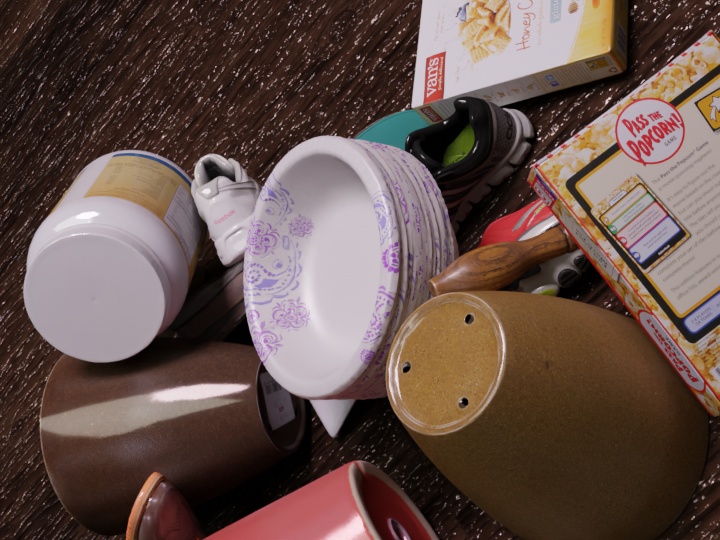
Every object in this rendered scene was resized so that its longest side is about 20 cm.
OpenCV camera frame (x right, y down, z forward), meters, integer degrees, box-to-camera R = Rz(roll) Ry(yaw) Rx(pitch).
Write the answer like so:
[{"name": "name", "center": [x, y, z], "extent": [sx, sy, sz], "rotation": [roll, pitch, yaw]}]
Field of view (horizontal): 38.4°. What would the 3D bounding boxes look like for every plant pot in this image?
[{"name": "plant pot", "center": [-0.158, 0.138, 0.962], "extent": [0.199, 0.187, 0.188], "rotation": [-14, 61, 23]}, {"name": "plant pot", "center": [-0.030, 0.252, 0.783], "extent": [0.177, 0.200, 0.201], "rotation": [-39, 49, 10]}, {"name": "plant pot", "center": [0.112, 0.090, 0.714], "extent": [0.185, 0.199, 0.188], "rotation": [-20, 57, 34]}]

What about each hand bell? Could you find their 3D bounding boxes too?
[{"name": "hand bell", "center": [0.141, -0.019, 0.737], "extent": [0.199, 0.105, 0.104], "rotation": [-22, 48, -11]}]

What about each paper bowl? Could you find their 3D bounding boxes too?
[{"name": "paper bowl", "center": [0.000, 0.000, 0.814], "extent": [0.200, 0.104, 0.203], "rotation": [-8, 80, 53]}]

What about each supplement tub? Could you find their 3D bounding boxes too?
[{"name": "supplement tub", "center": [-0.225, -0.017, 0.966], "extent": [0.145, 0.145, 0.200], "rotation": [-43, 18, 18]}]

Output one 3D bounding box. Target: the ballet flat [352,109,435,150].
[{"name": "ballet flat", "center": [-0.003, -0.076, 0.974], "extent": [0.068, 0.067, 0.200], "rotation": [42, 67, 15]}]

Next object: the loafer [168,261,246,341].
[{"name": "loafer", "center": [-0.105, 0.014, 1.044], "extent": [0.199, 0.063, 0.072], "rotation": [-35, 10, 12]}]

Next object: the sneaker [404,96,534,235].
[{"name": "sneaker", "center": [0.060, -0.077, 0.915], "extent": [0.200, 0.087, 0.074], "rotation": [-47, 47, 15]}]

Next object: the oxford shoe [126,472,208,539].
[{"name": "oxford shoe", "center": [-0.148, 0.241, 0.892], "extent": [0.072, 0.201, 0.072], "rotation": [14, 53, 17]}]

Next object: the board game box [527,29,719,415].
[{"name": "board game box", "center": [0.230, -0.031, 0.676], "extent": [0.151, 0.046, 0.201], "rotation": [-36, 81, -1]}]

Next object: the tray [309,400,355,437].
[{"name": "tray", "center": [-0.002, 0.042, 0.920], "extent": [0.108, 0.022, 0.201], "rotation": [56, 130, 40]}]

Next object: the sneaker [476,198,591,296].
[{"name": "sneaker", "center": [0.114, 0.004, 0.857], "extent": [0.200, 0.077, 0.085], "rotation": [-37, 30, 22]}]

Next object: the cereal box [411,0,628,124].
[{"name": "cereal box", "center": [0.142, -0.221, 0.934], "extent": [0.199, 0.039, 0.145], "rotation": [-11, 61, 34]}]

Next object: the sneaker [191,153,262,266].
[{"name": "sneaker", "center": [-0.122, -0.074, 1.023], "extent": [0.078, 0.100, 0.200], "rotation": [-31, 11, 1]}]

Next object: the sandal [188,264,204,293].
[{"name": "sandal", "center": [-0.233, 0.020, 1.162], "extent": [0.211, 0.077, 0.070], "rotation": [28, 121, 52]}]
